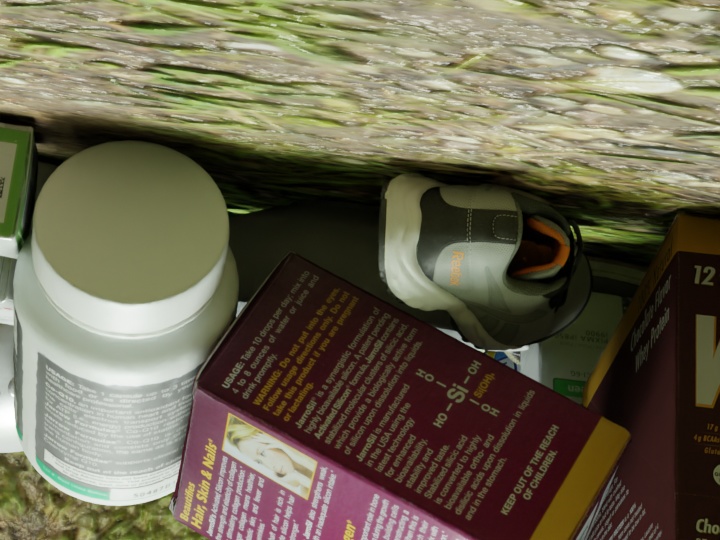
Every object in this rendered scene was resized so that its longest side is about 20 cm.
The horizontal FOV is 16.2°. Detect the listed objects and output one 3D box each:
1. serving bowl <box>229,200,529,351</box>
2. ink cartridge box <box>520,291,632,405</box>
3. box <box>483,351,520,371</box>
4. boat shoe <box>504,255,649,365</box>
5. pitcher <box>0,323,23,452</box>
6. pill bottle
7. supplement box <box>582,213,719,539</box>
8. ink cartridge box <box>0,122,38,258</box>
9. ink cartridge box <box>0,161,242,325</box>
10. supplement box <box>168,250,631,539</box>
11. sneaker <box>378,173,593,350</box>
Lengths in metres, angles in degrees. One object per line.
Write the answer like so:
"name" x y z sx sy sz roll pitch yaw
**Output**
"serving bowl" 0.000 0.000 1.408 0.199 0.066 0.200 8 175 1
"ink cartridge box" 0.147 0.108 1.406 0.109 0.200 0.050 8 144 -8
"box" 0.145 0.142 1.546 0.200 0.193 0.122 -23 139 21
"boat shoe" 0.103 0.026 1.528 0.200 0.065 0.072 -1 167 37
"pitcher" -0.194 0.056 1.668 0.199 0.122 0.172 -15 -168 1
"pill bottle" -0.120 0.029 1.287 0.113 0.113 0.200 8 148 -3
"supplement box" 0.195 0.112 1.268 0.132 0.201 0.197 8 150 -6
"ink cartridge box" -0.262 -0.052 1.246 0.199 0.060 0.104 8 175 -5
"ink cartridge box" -0.182 -0.011 1.453 0.144 0.085 0.200 3 174 37
"supplement box" 0.017 0.104 1.273 0.200 0.103 0.131 28 145 10
"sneaker" 0.079 -0.001 1.260 0.079 0.074 0.200 0 172 25
